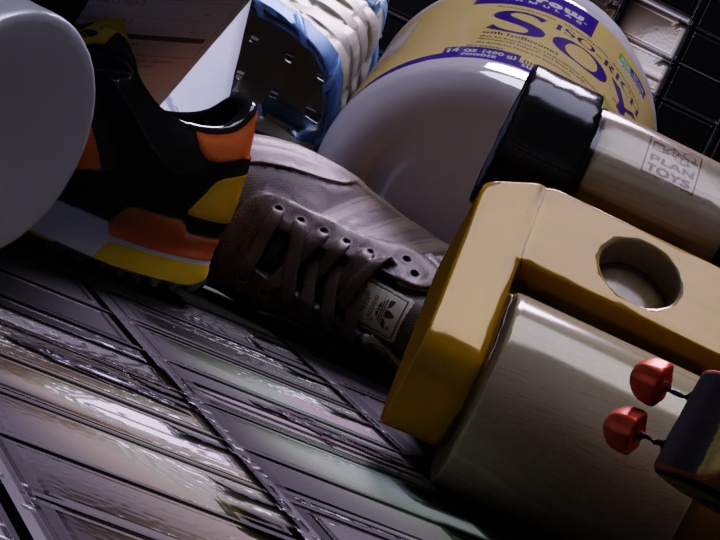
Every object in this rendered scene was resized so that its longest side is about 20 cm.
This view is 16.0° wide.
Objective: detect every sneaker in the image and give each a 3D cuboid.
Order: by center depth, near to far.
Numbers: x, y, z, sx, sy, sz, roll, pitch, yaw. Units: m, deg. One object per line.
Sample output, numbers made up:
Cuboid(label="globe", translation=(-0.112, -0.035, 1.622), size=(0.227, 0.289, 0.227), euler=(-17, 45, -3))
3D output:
Cuboid(label="sneaker", translation=(-0.130, -0.063, 0.969), size=(0.200, 0.090, 0.070), euler=(22, 6, -30))
Cuboid(label="sneaker", translation=(0.000, 0.000, 1.061), size=(0.200, 0.070, 0.076), euler=(23, 7, -19))

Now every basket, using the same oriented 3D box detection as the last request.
Cuboid(label="basket", translation=(-0.085, -0.084, 1.237), size=(0.176, 0.139, 0.200), euler=(29, 34, 17))

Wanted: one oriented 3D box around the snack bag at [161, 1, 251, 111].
Cuboid(label="snack bag", translation=(-0.141, -0.124, 1.114), size=(0.200, 0.021, 0.189), euler=(26, 48, -19))

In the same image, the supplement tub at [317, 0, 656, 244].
Cuboid(label="supplement tub", translation=(0.063, -0.053, 1.208), size=(0.145, 0.145, 0.200), euler=(25, 24, 2))

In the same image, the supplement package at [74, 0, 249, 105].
Cuboid(label="supplement package", translation=(-0.107, -0.151, 1.000), size=(0.117, 0.200, 0.117), euler=(2, 59, -35))

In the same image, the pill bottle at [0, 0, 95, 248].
Cuboid(label="pill bottle", translation=(-0.179, -0.078, 0.786), size=(0.200, 0.109, 0.109), euler=(27, 6, 30))

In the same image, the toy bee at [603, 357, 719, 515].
Cuboid(label="toy bee", translation=(0.122, 0.064, 0.757), size=(0.109, 0.131, 0.200), euler=(27, -30, 10))

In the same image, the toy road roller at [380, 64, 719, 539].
Cuboid(label="toy road roller", translation=(0.076, 0.039, 0.923), size=(0.123, 0.146, 0.200), euler=(25, 42, -2))

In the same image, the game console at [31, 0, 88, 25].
Cuboid(label="game console", translation=(-0.129, -0.157, 0.856), size=(0.176, 0.116, 0.200), euler=(48, -35, 3))
